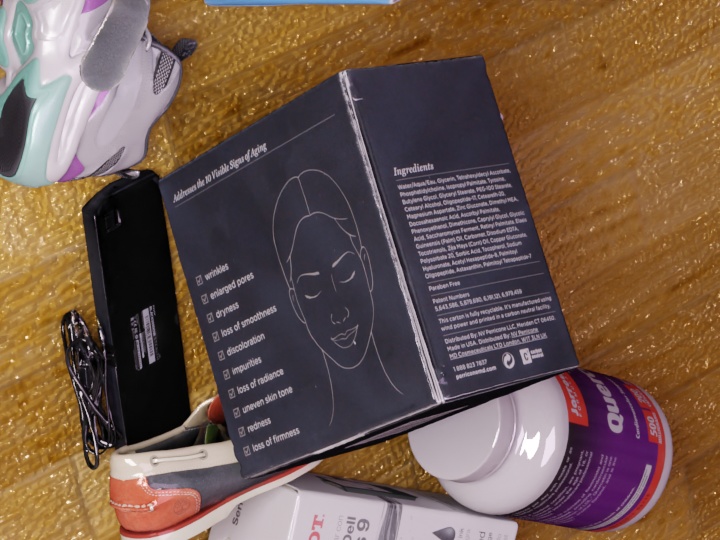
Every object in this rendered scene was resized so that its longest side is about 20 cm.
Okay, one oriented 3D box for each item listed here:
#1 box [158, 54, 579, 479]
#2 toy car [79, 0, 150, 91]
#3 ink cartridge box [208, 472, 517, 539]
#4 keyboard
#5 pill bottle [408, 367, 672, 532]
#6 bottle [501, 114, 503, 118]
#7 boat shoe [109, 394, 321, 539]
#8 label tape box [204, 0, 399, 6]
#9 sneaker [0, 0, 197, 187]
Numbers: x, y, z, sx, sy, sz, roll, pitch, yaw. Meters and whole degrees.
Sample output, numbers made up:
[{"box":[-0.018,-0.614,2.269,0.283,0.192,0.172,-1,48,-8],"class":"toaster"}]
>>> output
[{"box":[0.000,0.000,1.360,0.124,0.200,0.198,-12,81,-41],"class":"box"},{"box":[-0.129,-0.202,1.217,0.164,0.158,0.201,35,73,-22],"class":"toy car"},{"box":[-0.006,0.218,1.522,0.199,0.084,0.147,12,92,-39],"class":"ink cartridge box"},{"box":[-0.153,0.044,1.410,0.104,0.039,0.201,-31,119,-55],"class":"keyboard"},{"box":[0.123,0.117,1.564,0.200,0.112,0.113,16,90,-50],"class":"pill bottle"},{"box":[0.040,-0.017,1.506,0.065,0.084,0.201,20,88,0],"class":"bottle"},{"box":[-0.085,0.110,1.429,0.200,0.071,0.063,-28,111,-47],"class":"boat shoe"},{"box":[-0.038,-0.261,1.344,0.066,0.143,0.201,-31,119,-50],"class":"label tape box"},{"box":[-0.150,-0.150,1.340,0.139,0.078,0.201,-1,105,-43],"class":"sneaker"}]
